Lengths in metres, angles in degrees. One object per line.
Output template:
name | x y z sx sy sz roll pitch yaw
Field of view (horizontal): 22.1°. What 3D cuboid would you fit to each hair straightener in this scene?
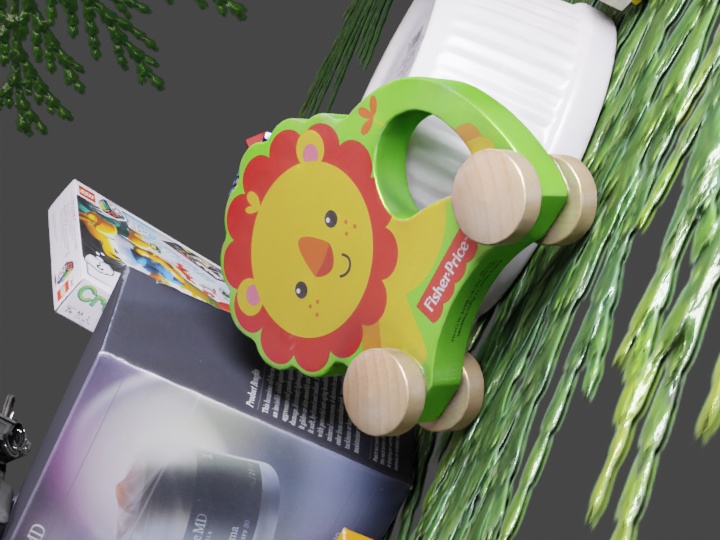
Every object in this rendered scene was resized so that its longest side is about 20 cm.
hair straightener | -0.228 0.126 1.175 0.200 0.041 0.077 -91 25 -80

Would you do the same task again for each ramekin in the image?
ramekin | 0.057 -0.081 1.086 0.200 0.105 0.200 -156 90 -82

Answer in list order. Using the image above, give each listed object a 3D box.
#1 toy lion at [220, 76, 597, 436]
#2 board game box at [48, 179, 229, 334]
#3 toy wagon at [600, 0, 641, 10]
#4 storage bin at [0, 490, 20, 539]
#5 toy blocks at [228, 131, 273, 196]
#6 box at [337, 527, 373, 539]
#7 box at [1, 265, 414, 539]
toy lion | 0.007 -0.020 0.983 0.192 0.069 0.200 47 120 32
board game box | -0.114 0.029 1.213 0.035 0.200 0.126 -48 29 18
toy wagon | 0.178 -0.245 1.032 0.200 0.040 0.155 -68 9 -22
storage bin | -0.200 0.229 1.546 0.146 0.200 0.134 -60 1 33
toy blocks | -0.048 -0.066 1.575 0.200 0.137 0.100 170 124 -80
box | -0.034 0.248 0.964 0.119 0.041 0.200 -94 27 -72
box | -0.098 0.139 1.113 0.123 0.198 0.200 -84 20 -65
